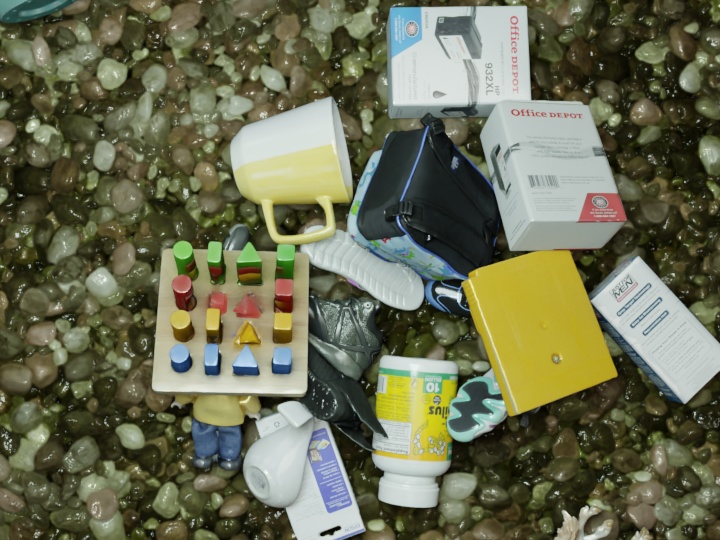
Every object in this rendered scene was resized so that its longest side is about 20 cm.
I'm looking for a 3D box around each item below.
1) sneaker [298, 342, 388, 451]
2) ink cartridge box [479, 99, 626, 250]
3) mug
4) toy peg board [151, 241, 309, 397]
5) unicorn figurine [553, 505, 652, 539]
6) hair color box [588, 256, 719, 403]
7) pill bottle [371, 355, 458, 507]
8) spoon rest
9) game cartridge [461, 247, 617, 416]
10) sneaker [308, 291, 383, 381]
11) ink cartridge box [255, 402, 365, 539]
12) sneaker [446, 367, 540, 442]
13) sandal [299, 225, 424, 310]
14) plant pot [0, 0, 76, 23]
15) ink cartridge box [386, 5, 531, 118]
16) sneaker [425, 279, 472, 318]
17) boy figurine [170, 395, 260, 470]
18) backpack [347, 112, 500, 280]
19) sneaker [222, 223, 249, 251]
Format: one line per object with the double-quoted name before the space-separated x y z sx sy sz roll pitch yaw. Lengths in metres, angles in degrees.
"sneaker" -0.046 0.159 1.264 0.060 0.104 0.200 -48 55 13
"ink cartridge box" 0.265 -0.133 1.288 0.147 0.083 0.200 -1 61 -16
"mug" -0.098 -0.146 1.286 0.153 0.187 0.150 -9 131 5
"toy peg board" -0.166 0.053 1.193 0.200 0.098 0.199 2 67 -4
"unicorn figurine" 0.362 0.427 1.317 0.200 0.074 0.138 25 95 14
"hair color box" 0.428 0.086 1.340 0.100 0.061 0.200 -42 89 -4
"pill bottle" 0.075 0.223 1.291 0.113 0.113 0.200 6 86 -2
"spoon rest" -0.107 0.249 1.258 0.099 0.200 0.061 43 42 21
"game cartridge" 0.242 0.077 1.253 0.176 0.032 0.200 -15 80 -25
"sneaker" -0.046 0.055 1.317 0.199 0.076 0.114 42 84 -2
"ink cartridge box" -0.071 0.291 1.318 0.099 0.039 0.200 -19 86 -3
"sneaker" 0.208 0.189 1.299 0.200 0.140 0.078 -44 47 -18
"sandal" 0.003 -0.006 1.335 0.203 0.050 0.083 29 65 -15
"plant pot" -0.473 -0.441 1.277 0.200 0.201 0.161 -22 99 -4
"ink cartridge box" 0.141 -0.302 1.341 0.200 0.084 0.145 -1 86 -3
"sneaker" 0.195 0.040 1.324 0.200 0.078 0.070 9 86 -2
"boy figurine" -0.200 0.176 1.277 0.124 0.064 0.200 3 105 -1
"backpack" 0.092 -0.083 1.280 0.200 0.147 0.183 35 64 -36
"sneaker" -0.174 0.034 1.318 0.079 0.075 0.200 10 95 -4
